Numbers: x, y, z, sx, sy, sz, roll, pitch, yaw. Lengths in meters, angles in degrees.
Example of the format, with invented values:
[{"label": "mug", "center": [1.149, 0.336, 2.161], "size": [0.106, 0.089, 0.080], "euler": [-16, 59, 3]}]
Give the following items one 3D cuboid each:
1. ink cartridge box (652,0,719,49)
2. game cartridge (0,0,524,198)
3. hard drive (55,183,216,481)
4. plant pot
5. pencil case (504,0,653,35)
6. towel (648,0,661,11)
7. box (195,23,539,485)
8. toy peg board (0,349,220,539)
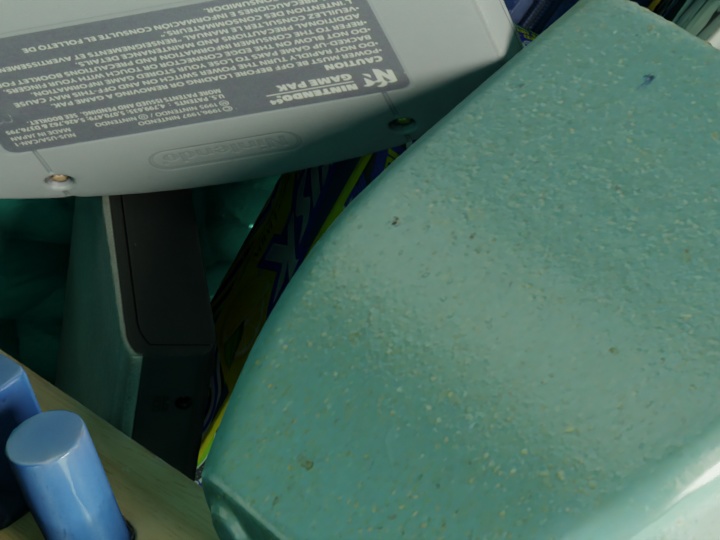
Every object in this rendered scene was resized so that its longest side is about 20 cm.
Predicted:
[{"label": "ink cartridge box", "center": [0.121, -0.070, 1.042], "size": [0.200, 0.043, 0.198], "euler": [-50, -177, 37]}, {"label": "game cartridge", "center": [-0.055, -0.072, 0.904], "size": [0.200, 0.041, 0.133], "euler": [-8, 147, 13]}, {"label": "hard drive", "center": [-0.084, 0.055, 1.023], "size": [0.033, 0.140, 0.200], "euler": [0, 131, -12]}, {"label": "plant pot", "center": [0.072, 0.073, 0.859], "size": [0.200, 0.196, 0.196], "euler": [-34, 131, -19]}, {"label": "pencil case", "center": [0.068, -0.104, 1.093], "size": [0.200, 0.078, 0.087], "euler": [-53, 178, 5]}, {"label": "towel", "center": [0.157, -0.063, 1.249], "size": [0.200, 0.023, 0.144], "euler": [-23, 119, -23]}, {"label": "box", "center": [0.000, 0.000, 1.037], "size": [0.070, 0.064, 0.200], "euler": [22, 110, -22]}, {"label": "toy peg board", "center": [-0.174, 0.071, 0.878], "size": [0.199, 0.200, 0.098], "euler": [-36, 131, -23]}]
